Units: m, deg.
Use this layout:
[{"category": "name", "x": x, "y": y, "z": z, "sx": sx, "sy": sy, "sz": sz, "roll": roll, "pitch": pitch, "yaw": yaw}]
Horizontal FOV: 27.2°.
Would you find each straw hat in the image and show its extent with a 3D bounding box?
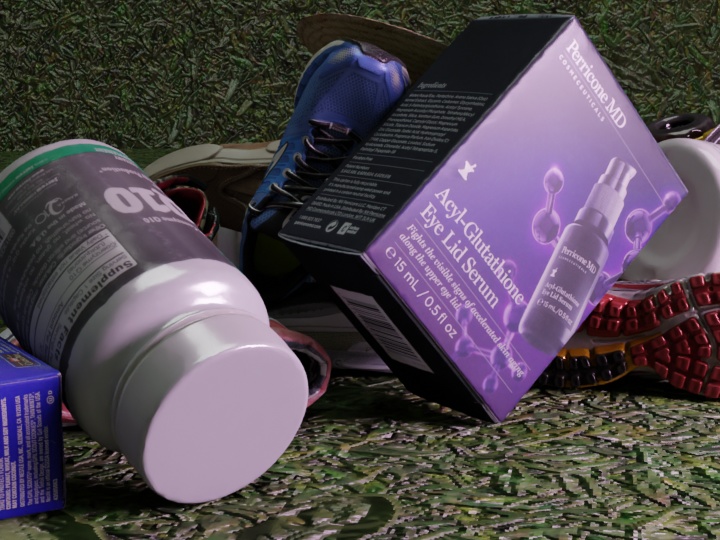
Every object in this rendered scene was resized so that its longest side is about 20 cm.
[{"category": "straw hat", "x": 0.033, "y": -0.094, "z": 1.031, "sx": 0.200, "sy": 0.086, "sz": 0.201, "roll": 21, "pitch": -7, "yaw": 3}]

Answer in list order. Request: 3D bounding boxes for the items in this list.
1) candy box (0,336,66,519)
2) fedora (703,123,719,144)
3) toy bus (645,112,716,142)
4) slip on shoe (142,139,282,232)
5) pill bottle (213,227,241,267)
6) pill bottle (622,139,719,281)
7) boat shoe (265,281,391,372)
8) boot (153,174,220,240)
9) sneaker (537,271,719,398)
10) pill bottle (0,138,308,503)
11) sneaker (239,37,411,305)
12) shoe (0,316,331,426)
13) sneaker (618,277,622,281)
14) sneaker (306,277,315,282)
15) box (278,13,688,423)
[{"category": "candy box", "x": -0.268, "y": 0.082, "z": 0.741, "sx": 0.199, "sy": 0.078, "sz": 0.169, "roll": -6, "pitch": 11, "yaw": -30}, {"category": "fedora", "x": 0.368, "y": -0.075, "z": 1.197, "sx": 0.199, "sy": 0.178, "sz": 0.090, "roll": -19, "pitch": -17, "yaw": -7}, {"category": "toy bus", "x": 0.274, "y": -0.048, "z": 1.321, "sx": 0.191, "sy": 0.137, "sz": 0.200, "roll": -21, "pitch": 20, "yaw": -28}, {"category": "slip on shoe", "x": -0.084, "y": -0.054, "z": 1.114, "sx": 0.198, "sy": 0.061, "sz": 0.076, "roll": -7, "pitch": -27, "yaw": 16}, {"category": "pill bottle", "x": -0.196, "y": -0.024, "z": 1.265, "sx": 0.198, "sy": 0.117, "sz": 0.116, "roll": -1, "pitch": 9, "yaw": 5}, {"category": "pill bottle", "x": 0.283, "y": -0.024, "z": 1.053, "sx": 0.199, "sy": 0.114, "sz": 0.113, "roll": 6, "pitch": 3, "yaw": -35}, {"category": "boat shoe", "x": -0.041, "y": 0.044, "z": 1.011, "sx": 0.200, "sy": 0.065, "sz": 0.075, "roll": -5, "pitch": 21, "yaw": 13}, {"category": "boot", "x": -0.139, "y": -0.008, "z": 1.059, "sx": 0.154, "sy": 0.074, "sz": 0.203, "roll": -41, "pitch": -9, "yaw": 34}, {"category": "sneaker", "x": 0.199, "y": 0.033, "z": 0.944, "sx": 0.199, "sy": 0.079, "sz": 0.082, "roll": 3, "pitch": 9, "yaw": 26}, {"category": "pill bottle", "x": -0.118, "y": 0.024, "z": 0.780, "sx": 0.112, "sy": 0.114, "sz": 0.200, "roll": -8, "pitch": 37, "yaw": -36}, {"category": "sneaker", "x": -0.025, "y": -0.055, "z": 0.948, "sx": 0.078, "sy": 0.201, "sz": 0.089, "roll": 21, "pitch": 35, "yaw": -7}, {"category": "shoe", "x": -0.119, "y": 0.058, "z": 0.872, "sx": 0.199, "sy": 0.072, "sz": 0.091, "roll": -2, "pitch": 5, "yaw": -25}, {"category": "sneaker", "x": 0.147, "y": -0.015, "z": 1.140, "sx": 0.199, "sy": 0.117, "sz": 0.073, "roll": -6, "pitch": 8, "yaw": -39}, {"category": "sneaker", "x": 0.000, "y": 0.000, "z": 1.093, "sx": 0.112, "sy": 0.072, "sz": 0.200, "roll": -1, "pitch": -18, "yaw": 10}, {"category": "box", "x": 0.076, "y": -0.036, "z": 0.898, "sx": 0.200, "sy": 0.148, "sz": 0.104, "roll": -49, "pitch": 28, "yaw": -16}]
